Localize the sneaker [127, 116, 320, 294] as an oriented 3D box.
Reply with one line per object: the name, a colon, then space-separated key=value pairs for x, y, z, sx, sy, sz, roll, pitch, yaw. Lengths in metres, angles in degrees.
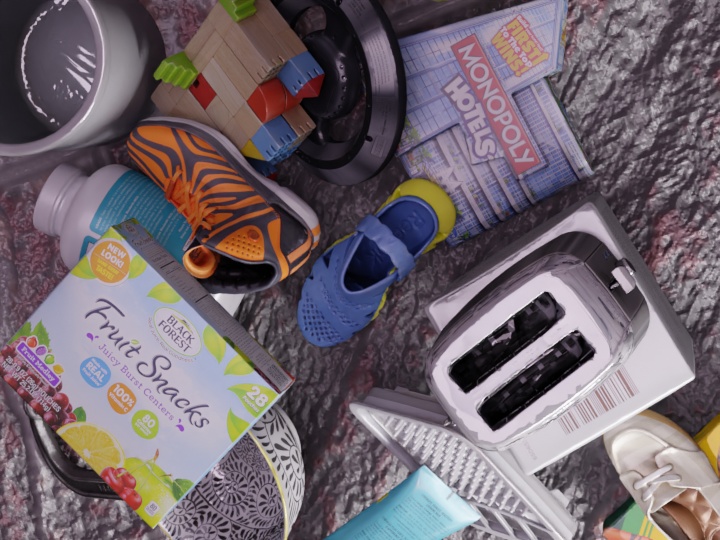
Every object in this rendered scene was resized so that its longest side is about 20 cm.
sneaker: x=-0.139 y=-0.055 z=1.413 sx=0.199 sy=0.112 sz=0.078 roll=31 pitch=136 yaw=12

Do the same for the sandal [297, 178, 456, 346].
sandal: x=0.000 y=0.000 z=1.459 sx=0.079 sy=0.087 sz=0.200 roll=41 pitch=124 yaw=4

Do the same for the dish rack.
dish rack: x=0.097 y=0.169 z=1.419 sx=0.200 sy=0.171 sz=0.044 roll=47 pitch=69 yaw=-32

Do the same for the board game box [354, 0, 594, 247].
board game box: x=0.121 y=-0.153 z=1.454 sx=0.199 sy=0.062 sz=0.201 roll=-28 pitch=89 yaw=12

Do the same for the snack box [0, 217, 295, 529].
snack box: x=-0.184 y=0.085 z=1.370 sx=0.200 sy=0.068 sz=0.169 roll=45 pitch=103 yaw=1

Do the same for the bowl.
bowl: x=-0.116 y=0.173 z=1.493 sx=0.200 sy=0.094 sz=0.202 roll=21 pitch=126 yaw=32

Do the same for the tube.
tube: x=0.012 y=0.249 z=1.485 sx=0.200 sy=0.051 sz=0.077 roll=-36 pitch=119 yaw=29

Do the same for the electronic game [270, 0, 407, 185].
electronic game: x=-0.028 y=-0.175 z=1.439 sx=0.199 sy=0.041 sz=0.202 roll=26 pitch=125 yaw=45

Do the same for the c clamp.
c clamp: x=-0.251 y=0.146 z=1.511 sx=0.199 sy=0.027 sz=0.172 roll=-10 pitch=115 yaw=44

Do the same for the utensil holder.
utensil holder: x=-0.276 y=-0.190 z=1.455 sx=0.168 sy=0.200 sz=0.172 roll=1 pitch=96 yaw=11

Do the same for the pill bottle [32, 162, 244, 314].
pill bottle: x=-0.201 y=-0.027 z=1.500 sx=0.199 sy=0.111 sz=0.111 roll=27 pitch=99 yaw=7

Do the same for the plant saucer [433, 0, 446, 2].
plant saucer: x=0.027 y=-0.298 z=1.409 sx=0.198 sy=0.200 sz=0.048 roll=17 pitch=125 yaw=9

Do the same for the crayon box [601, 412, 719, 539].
crayon box: x=0.330 y=0.209 z=1.451 sx=0.127 sy=0.051 sz=0.200 roll=44 pitch=101 yaw=4

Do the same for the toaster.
toaster: x=0.126 y=0.059 z=1.232 sx=0.200 sy=0.129 sz=0.114 roll=-37 pitch=87 yaw=12

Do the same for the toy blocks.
toy blocks: x=-0.101 y=-0.151 z=1.443 sx=0.137 sy=0.100 sz=0.200 roll=52 pitch=137 yaw=6

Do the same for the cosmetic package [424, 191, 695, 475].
cosmetic package: x=0.175 y=0.048 z=1.390 sx=0.167 sy=0.200 sz=0.167 roll=-32 pitch=89 yaw=11

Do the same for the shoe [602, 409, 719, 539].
shoe: x=0.281 y=0.198 z=1.383 sx=0.070 sy=0.053 sz=0.200 roll=-39 pitch=102 yaw=17
